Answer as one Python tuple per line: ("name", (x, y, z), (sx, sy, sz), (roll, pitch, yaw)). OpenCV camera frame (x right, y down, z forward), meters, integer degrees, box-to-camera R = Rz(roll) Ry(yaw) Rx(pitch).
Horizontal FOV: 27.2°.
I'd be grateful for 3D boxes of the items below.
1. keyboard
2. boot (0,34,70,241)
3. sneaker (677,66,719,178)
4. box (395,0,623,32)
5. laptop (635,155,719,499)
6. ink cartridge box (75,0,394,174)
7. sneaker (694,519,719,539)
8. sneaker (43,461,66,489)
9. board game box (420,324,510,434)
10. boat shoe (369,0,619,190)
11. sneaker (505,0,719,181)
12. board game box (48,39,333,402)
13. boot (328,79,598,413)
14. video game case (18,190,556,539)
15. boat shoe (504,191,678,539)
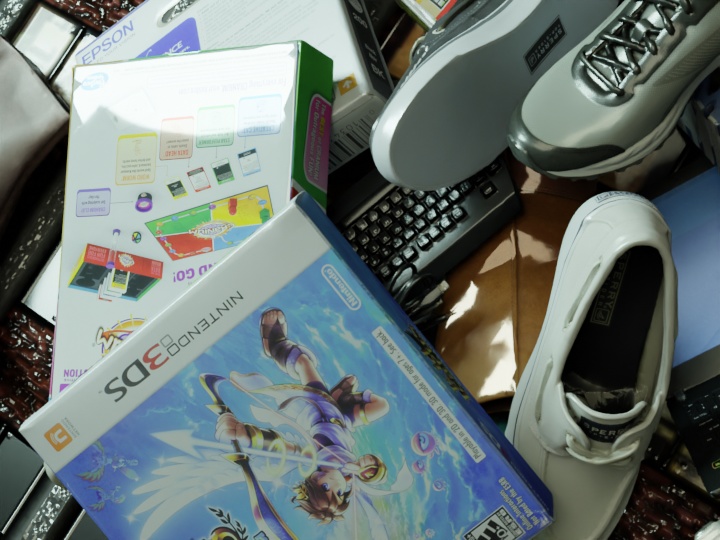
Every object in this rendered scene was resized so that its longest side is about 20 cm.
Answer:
("keyboard", (0.000, 0.000, 0.811), (0.200, 0.040, 0.104), (-40, 63, 6))
("boot", (-0.249, -0.045, 0.971), (0.166, 0.072, 0.200), (-41, 61, 5))
("sneaker", (0.229, -0.112, 0.815), (0.115, 0.081, 0.200), (-25, 52, 2))
("box", (0.124, -0.206, 0.912), (0.200, 0.035, 0.110), (-43, 64, 2))
("laptop", (0.221, 0.002, 0.771), (0.177, 0.200, 0.104), (-29, 102, 9))
("ink cartridge box", (-0.083, -0.113, 0.912), (0.198, 0.043, 0.201), (-32, 49, 19))
("sneaker", (0.227, 0.143, 0.739), (0.200, 0.074, 0.085), (-39, 65, 4))
("sneaker", (-0.113, 0.051, 0.898), (0.200, 0.075, 0.085), (-35, 58, 0))
("board game box", (0.012, 0.117, 0.850), (0.199, 0.028, 0.136), (-26, 66, 10))
("boat shoe", (0.063, -0.119, 0.816), (0.066, 0.070, 0.200), (17, 57, 44))
("sneaker", (0.154, -0.123, 0.753), (0.200, 0.079, 0.074), (-37, 55, -1))
("board game box", (-0.094, -0.018, 0.819), (0.152, 0.040, 0.201), (-1, 81, 27))
("boot", (0.051, -0.008, 0.851), (0.187, 0.069, 0.201), (-5, 67, 12))
("video game case", (-0.036, 0.096, 0.734), (0.181, 0.045, 0.200), (-39, 94, 11))
("boat shoe", (0.119, 0.064, 0.738), (0.072, 0.066, 0.201), (11, 111, -5))
